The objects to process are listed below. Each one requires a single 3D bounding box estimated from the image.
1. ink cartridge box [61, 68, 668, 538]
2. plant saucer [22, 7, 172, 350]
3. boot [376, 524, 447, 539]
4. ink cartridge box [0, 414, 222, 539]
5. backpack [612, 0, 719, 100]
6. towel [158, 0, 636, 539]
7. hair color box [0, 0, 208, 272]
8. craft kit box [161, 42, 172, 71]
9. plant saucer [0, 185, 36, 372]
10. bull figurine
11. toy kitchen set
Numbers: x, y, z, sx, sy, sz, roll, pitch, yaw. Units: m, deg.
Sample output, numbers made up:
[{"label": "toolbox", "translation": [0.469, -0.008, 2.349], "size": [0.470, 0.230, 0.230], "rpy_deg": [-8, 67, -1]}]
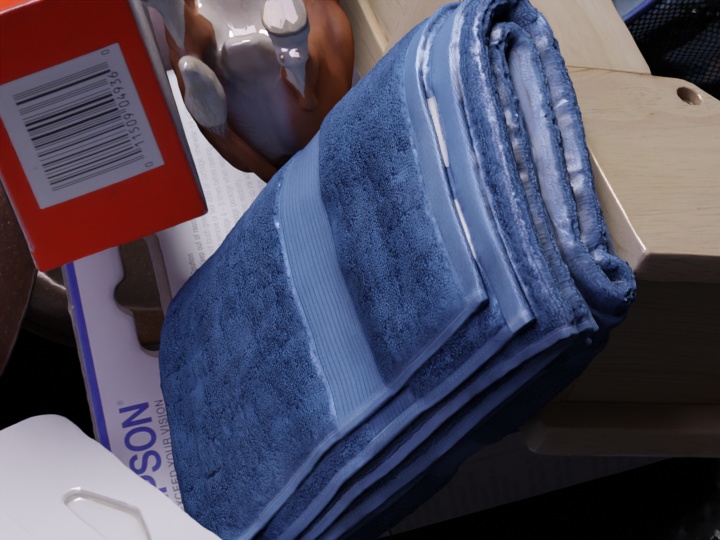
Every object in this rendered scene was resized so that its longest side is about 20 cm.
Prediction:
[{"label": "ink cartridge box", "translation": [0.000, 0.000, 0.960], "size": [0.199, 0.047, 0.199], "rpy_deg": [-15, 53, 0]}, {"label": "plant saucer", "translation": [-0.082, -0.067, 1.076], "size": [0.199, 0.034, 0.202], "rpy_deg": [-1, 84, 14]}, {"label": "boot", "translation": [-0.061, 0.084, 0.993], "size": [0.200, 0.072, 0.145], "rpy_deg": [34, 86, 36]}, {"label": "ink cartridge box", "translation": [-0.088, 0.168, 0.867], "size": [0.083, 0.201, 0.145], "rpy_deg": [-21, 34, -32]}, {"label": "backpack", "translation": [0.134, -0.171, 0.946], "size": [0.199, 0.147, 0.184], "rpy_deg": [-33, 50, 14]}, {"label": "towel", "translation": [0.000, 0.011, 0.804], "size": [0.200, 0.048, 0.112], "rpy_deg": [-45, 53, 50]}, {"label": "hair color box", "translation": [-0.107, -0.105, 0.904], "size": [0.061, 0.102, 0.201], "rpy_deg": [-19, 41, 0]}, {"label": "craft kit box", "translation": [-0.149, -0.116, 1.200], "size": [0.197, 0.049, 0.201], "rpy_deg": [-22, 52, 22]}, {"label": "plant saucer", "translation": [-0.176, -0.026, 1.035], "size": [0.200, 0.034, 0.202], "rpy_deg": [-21, 64, 53]}, {"label": "bull figurine", "translation": [-0.043, -0.127, 0.863], "size": [0.065, 0.121, 0.201], "rpy_deg": [-16, 78, 6]}, {"label": "toy kitchen set", "translation": [0.090, -0.012, 0.880], "size": [0.164, 0.179, 0.201], "rpy_deg": [-64, 35, 37]}]
